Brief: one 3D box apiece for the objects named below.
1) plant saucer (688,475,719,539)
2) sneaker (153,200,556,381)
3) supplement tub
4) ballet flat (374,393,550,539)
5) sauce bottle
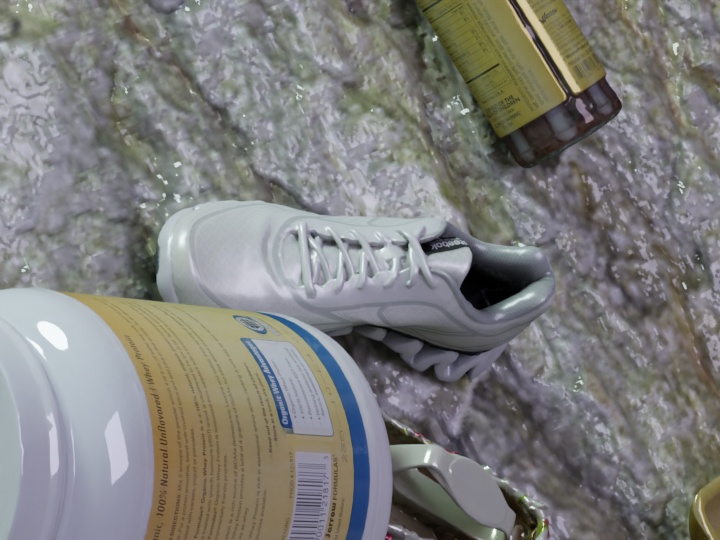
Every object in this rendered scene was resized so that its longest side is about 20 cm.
[{"bbox_3d":[0.259,0.164,1.487,0.200,0.048,0.200,-31,92,-39],"label":"plant saucer"},{"bbox_3d":[0.000,0.000,1.340,0.200,0.081,0.075,8,70,-33],"label":"sneaker"},{"bbox_3d":[-0.100,0.082,1.169,0.200,0.145,0.145,8,67,-48],"label":"supplement tub"},{"bbox_3d":[0.006,0.084,1.321,0.200,0.064,0.076,28,58,-24],"label":"ballet flat"},{"bbox_3d":[0.055,-0.149,1.449,0.065,0.065,0.200,-32,93,-40],"label":"sauce bottle"}]
